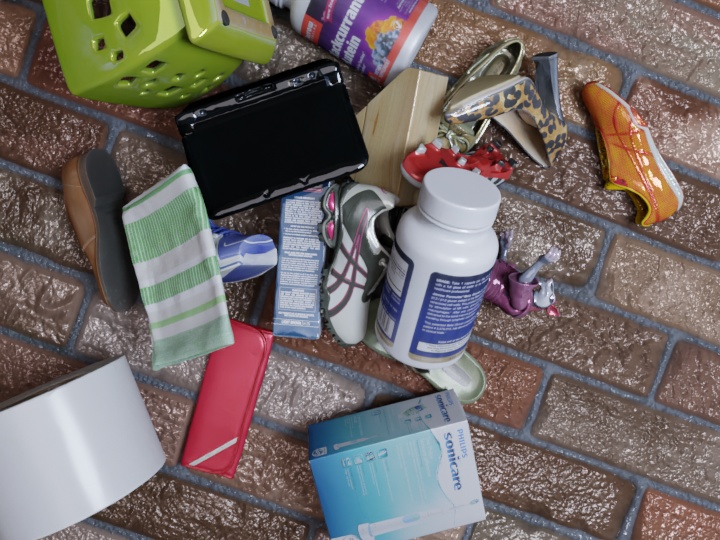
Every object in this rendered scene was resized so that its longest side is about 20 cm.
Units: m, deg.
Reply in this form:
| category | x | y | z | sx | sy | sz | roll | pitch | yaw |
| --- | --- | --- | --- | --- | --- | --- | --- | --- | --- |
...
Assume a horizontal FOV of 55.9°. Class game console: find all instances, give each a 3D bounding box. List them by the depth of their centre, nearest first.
| category | x | y | z | sx | sy | sz | roll | pitch | yaw |
| --- | --- | --- | --- | --- | --- | --- | --- | --- | --- |
| game console | -0.105 | -0.163 | 0.807 | 0.197 | 0.176 | 0.118 | -18 | 111 | -1 |

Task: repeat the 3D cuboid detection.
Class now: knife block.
| category | x | y | z | sx | sy | sz | roll | pitch | yaw |
| --- | --- | --- | --- | --- | --- | --- | --- | --- | --- |
| knife block | 0.048 | -0.113 | 0.812 | 0.199 | 0.064 | 0.178 | -35 | 74 | 36 |

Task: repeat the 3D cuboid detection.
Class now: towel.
| category | x | y | z | sx | sy | sz | roll | pitch | yaw |
| --- | --- | --- | --- | --- | --- | --- | --- | --- | --- |
| towel | -0.211 | 0.000 | 0.765 | 0.151 | 0.023 | 0.204 | -21 | 78 | 40 |

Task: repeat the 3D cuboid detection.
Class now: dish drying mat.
| category | x | y | z | sx | sy | sz | roll | pitch | yaw |
| --- | --- | --- | --- | --- | --- | --- | --- | --- | --- |
| dish drying mat | -0.174 | 0.167 | 0.887 | 0.075 | 0.018 | 0.203 | 16 | 93 | -2 |

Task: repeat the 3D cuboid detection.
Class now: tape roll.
| category | x | y | z | sx | sy | sz | roll | pitch | yaw |
| --- | --- | --- | --- | --- | --- | --- | --- | --- | --- |
| tape roll | -0.346 | 0.203 | 0.793 | 0.200 | 0.203 | 0.141 | -22 | 95 | 0 |

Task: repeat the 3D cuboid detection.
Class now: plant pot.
| category | x | y | z | sx | sy | sz | roll | pitch | yaw |
| --- | --- | --- | --- | --- | --- | --- | --- | --- | --- |
| plant pot | -0.211 | -0.303 | 0.743 | 0.178 | 0.199 | 0.204 | -11 | 95 | 19 |

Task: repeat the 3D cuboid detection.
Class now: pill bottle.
| category | x | y | z | sx | sy | sz | roll | pitch | yaw |
| --- | --- | --- | --- | --- | --- | --- | --- | --- | --- |
| pill bottle | 0.085 | -0.002 | 0.731 | 0.109 | 0.112 | 0.203 | 10 | 125 | -2 |
| pill bottle | -0.016 | -0.316 | 0.816 | 0.198 | 0.111 | 0.113 | 31 | 92 | -3 |

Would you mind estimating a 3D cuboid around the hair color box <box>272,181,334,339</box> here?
| category | x | y | z | sx | sy | sz | roll | pitch | yaw |
| --- | --- | --- | --- | --- | --- | --- | --- | --- | --- |
| hair color box | -0.069 | -0.025 | 0.838 | 0.059 | 0.100 | 0.204 | 5 | 93 | -1 |

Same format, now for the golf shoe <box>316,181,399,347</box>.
| category | x | y | z | sx | sy | sz | roll | pitch | yaw |
| --- | --- | --- | --- | --- | --- | --- | --- | --- | --- |
| golf shoe | 0.000 | 0.000 | 0.784 | 0.087 | 0.077 | 0.204 | 7 | 113 | 21 |

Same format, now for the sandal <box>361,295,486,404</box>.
| category | x | y | z | sx | sy | sz | roll | pitch | yaw |
| --- | --- | --- | --- | --- | --- | --- | --- | --- | --- |
| sandal | 0.082 | 0.100 | 0.871 | 0.199 | 0.057 | 0.080 | 33 | 92 | -4 |

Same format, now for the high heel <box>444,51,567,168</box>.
| category | x | y | z | sx | sy | sz | roll | pitch | yaw |
| --- | --- | --- | --- | --- | --- | --- | --- | --- | --- |
| high heel | 0.179 | -0.164 | 0.811 | 0.198 | 0.071 | 0.145 | -29 | 121 | -30 |

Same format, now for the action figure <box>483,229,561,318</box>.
| category | x | y | z | sx | sy | sz | roll | pitch | yaw |
| --- | --- | --- | --- | --- | --- | --- | --- | --- | --- |
| action figure | 0.156 | 0.013 | 0.831 | 0.198 | 0.134 | 0.150 | 30 | 93 | -1 |

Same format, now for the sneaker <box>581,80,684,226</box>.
| category | x | y | z | sx | sy | sz | roll | pitch | yaw |
| --- | --- | --- | --- | --- | --- | --- | --- | --- | --- |
| sneaker | 0.332 | -0.147 | 0.859 | 0.076 | 0.073 | 0.202 | -31 | 91 | 10 |

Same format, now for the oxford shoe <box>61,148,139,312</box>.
| category | x | y | z | sx | sy | sz | roll | pitch | yaw |
| --- | --- | --- | --- | --- | --- | --- | --- | --- | --- |
| oxford shoe | -0.328 | -0.046 | 0.856 | 0.070 | 0.071 | 0.204 | -9 | 94 | 27 |

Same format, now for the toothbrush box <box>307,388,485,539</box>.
| category | x | y | z | sx | sy | sz | roll | pitch | yaw |
| --- | --- | --- | --- | --- | --- | --- | --- | --- | --- |
| toothbrush box | 0.045 | 0.253 | 0.851 | 0.196 | 0.085 | 0.149 | -14 | 109 | 0 |

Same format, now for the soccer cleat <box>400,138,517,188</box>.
| category | x | y | z | sx | sy | sz | roll | pitch | yaw |
| --- | --- | --- | --- | --- | --- | --- | --- | --- | --- |
| soccer cleat | 0.108 | -0.107 | 0.802 | 0.069 | 0.198 | 0.085 | 54 | 130 | 17 |

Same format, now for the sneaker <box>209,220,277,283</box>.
| category | x | y | z | sx | sy | sz | roll | pitch | yaw |
| --- | --- | --- | --- | --- | --- | --- | --- | --- | --- |
| sneaker | -0.198 | -0.040 | 0.818 | 0.197 | 0.080 | 0.117 | -11 | 83 | 35 |

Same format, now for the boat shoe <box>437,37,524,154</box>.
| category | x | y | z | sx | sy | sz | roll | pitch | yaw |
| --- | --- | --- | --- | --- | --- | --- | --- | --- | --- |
| boat shoe | 0.134 | -0.202 | 0.851 | 0.073 | 0.063 | 0.201 | 40 | 91 | -4 |
